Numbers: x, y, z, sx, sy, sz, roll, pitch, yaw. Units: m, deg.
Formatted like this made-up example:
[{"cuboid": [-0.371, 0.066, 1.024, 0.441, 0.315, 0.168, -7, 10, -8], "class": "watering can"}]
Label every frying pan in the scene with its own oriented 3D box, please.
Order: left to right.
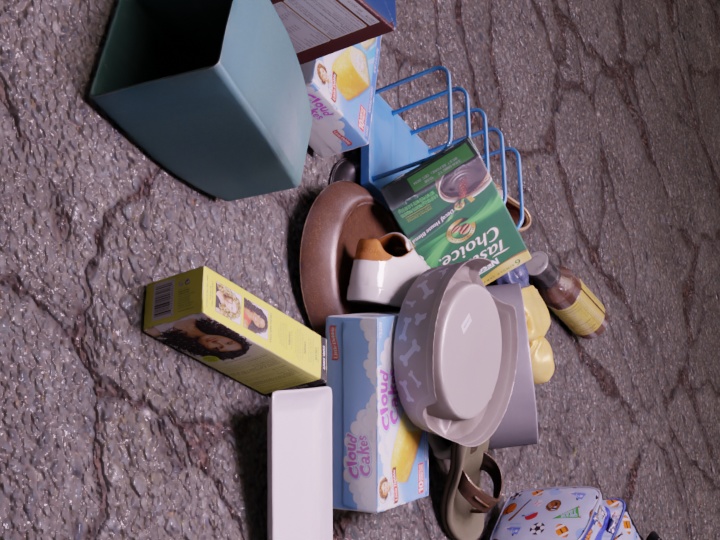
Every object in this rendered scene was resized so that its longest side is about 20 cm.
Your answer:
[{"cuboid": [0.023, -0.065, 1.633, 0.189, 0.031, 0.117, 29, 55, -49], "class": "frying pan"}]

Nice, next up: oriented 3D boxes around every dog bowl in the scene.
[{"cuboid": [0.102, 0.086, 1.467, 0.199, 0.058, 0.204, -5, 95, -58], "class": "dog bowl"}]

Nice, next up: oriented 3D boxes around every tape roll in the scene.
[{"cuboid": [0.179, 0.119, 1.702, 0.200, 0.065, 0.204, -6, 90, -85], "class": "tape roll"}]

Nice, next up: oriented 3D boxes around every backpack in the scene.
[{"cuboid": [0.244, 0.367, 1.680, 0.155, 0.198, 0.192, 52, 44, -26], "class": "backpack"}]

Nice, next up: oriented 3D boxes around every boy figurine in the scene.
[{"cuboid": [0.223, 0.056, 1.885, 0.124, 0.064, 0.203, -25, 101, -60], "class": "boy figurine"}]

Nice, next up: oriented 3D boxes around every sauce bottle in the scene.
[{"cuboid": [0.305, 0.034, 2.036, 0.200, 0.064, 0.066, 43, 43, -44], "class": "sauce bottle"}]

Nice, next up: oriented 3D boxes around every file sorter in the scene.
[{"cuboid": [0.101, -0.131, 1.647, 0.200, 0.121, 0.141, 40, 41, -46], "class": "file sorter"}]

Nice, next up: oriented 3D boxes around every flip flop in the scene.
[{"cuboid": [0.141, 0.245, 1.611, 0.081, 0.057, 0.203, -34, 137, -49], "class": "flip flop"}]

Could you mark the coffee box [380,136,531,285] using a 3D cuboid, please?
[{"cuboid": [0.114, -0.053, 1.581, 0.201, 0.122, 0.044, 57, 5, -48], "class": "coffee box"}]

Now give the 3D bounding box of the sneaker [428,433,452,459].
[{"cuboid": [0.096, 0.128, 1.625, 0.099, 0.074, 0.203, -18, 94, -61], "class": "sneaker"}]

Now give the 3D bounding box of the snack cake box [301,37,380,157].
[{"cuboid": [-0.038, -0.246, 1.546, 0.115, 0.066, 0.202, 45, 42, -44], "class": "snack cake box"}]

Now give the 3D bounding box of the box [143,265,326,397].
[{"cuboid": [-0.115, 0.062, 1.294, 0.199, 0.074, 0.051, 33, 48, -49], "class": "box"}]

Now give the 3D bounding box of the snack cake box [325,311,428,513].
[{"cuboid": [0.018, 0.147, 1.453, 0.115, 0.066, 0.204, -3, 92, -61], "class": "snack cake box"}]

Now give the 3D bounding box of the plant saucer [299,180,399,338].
[{"cuboid": [0.000, 0.000, 1.524, 0.199, 0.034, 0.204, 6, 83, -57], "class": "plant saucer"}]

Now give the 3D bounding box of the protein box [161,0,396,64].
[{"cuboid": [-0.082, -0.327, 1.384, 0.134, 0.198, 0.202, 29, 54, -52], "class": "protein box"}]

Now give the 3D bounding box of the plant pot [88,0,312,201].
[{"cuboid": [-0.134, -0.166, 1.301, 0.201, 0.139, 0.143, 54, 36, -45], "class": "plant pot"}]

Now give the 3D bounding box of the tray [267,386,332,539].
[{"cuboid": [-0.064, 0.217, 1.335, 0.107, 0.022, 0.204, 3, 86, -60], "class": "tray"}]

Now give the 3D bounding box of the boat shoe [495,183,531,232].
[{"cuboid": [0.167, -0.091, 1.843, 0.199, 0.068, 0.075, 19, 63, -54], "class": "boat shoe"}]

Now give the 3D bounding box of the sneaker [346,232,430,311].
[{"cuboid": [0.060, 0.005, 1.519, 0.199, 0.072, 0.086, 15, 78, -56], "class": "sneaker"}]
